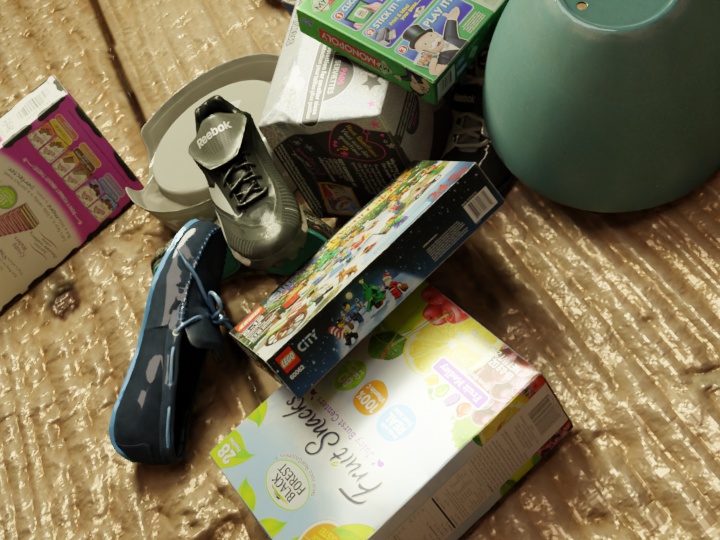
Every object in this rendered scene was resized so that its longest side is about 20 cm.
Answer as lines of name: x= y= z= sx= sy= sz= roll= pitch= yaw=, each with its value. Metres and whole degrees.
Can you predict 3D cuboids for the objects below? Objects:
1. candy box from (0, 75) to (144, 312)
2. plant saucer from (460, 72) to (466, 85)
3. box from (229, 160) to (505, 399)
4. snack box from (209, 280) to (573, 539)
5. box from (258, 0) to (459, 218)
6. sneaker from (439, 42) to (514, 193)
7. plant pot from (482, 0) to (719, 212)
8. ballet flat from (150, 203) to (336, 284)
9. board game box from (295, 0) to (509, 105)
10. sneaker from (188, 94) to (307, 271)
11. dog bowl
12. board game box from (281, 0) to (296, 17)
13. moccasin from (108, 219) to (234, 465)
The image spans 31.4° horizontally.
candy box: x=-0.330 y=-0.072 z=1.250 sx=0.199 sy=0.137 sz=0.061 roll=-40 pitch=38 yaw=-6
plant saucer: x=0.052 y=-0.169 z=1.162 sx=0.199 sy=0.019 sz=0.070 roll=-35 pitch=40 yaw=1
box: x=0.000 y=0.000 z=0.927 sx=0.200 sy=0.038 sz=0.136 roll=-43 pitch=15 yaw=-9
snack box: x=0.016 y=0.116 z=0.869 sx=0.200 sy=0.068 sz=0.168 roll=-44 pitch=38 yaw=-7
box: x=0.010 y=-0.164 z=1.074 sx=0.113 sy=0.133 sz=0.202 roll=-2 pitch=56 yaw=24
sneaker: x=0.103 y=-0.139 z=1.042 sx=0.073 sy=0.089 sz=0.201 roll=10 pitch=59 yaw=39
plant pot: x=0.183 y=-0.164 z=0.915 sx=0.197 sy=0.135 sz=0.203 roll=-4 pitch=61 yaw=7
ballet flat: x=-0.093 y=-0.029 z=1.097 sx=0.198 sy=0.068 sz=0.076 roll=-12 pitch=34 yaw=31
board game box: x=0.062 y=-0.233 z=1.008 sx=0.134 sy=0.029 sz=0.200 roll=31 pitch=66 yaw=22
sneaker: x=-0.098 y=-0.076 z=1.014 sx=0.066 sy=0.091 sz=0.201 roll=-30 pitch=36 yaw=3
dog bowl: x=-0.125 y=-0.113 z=1.203 sx=0.198 sy=0.059 sz=0.202 roll=-19 pitch=42 yaw=19
board game box: x=0.025 y=-0.285 z=1.280 sx=0.136 sy=0.035 sz=0.199 roll=-46 pitch=41 yaw=-12
moccasin: x=-0.135 y=0.060 z=1.029 sx=0.067 sy=0.080 sz=0.203 roll=9 pitch=79 yaw=26
